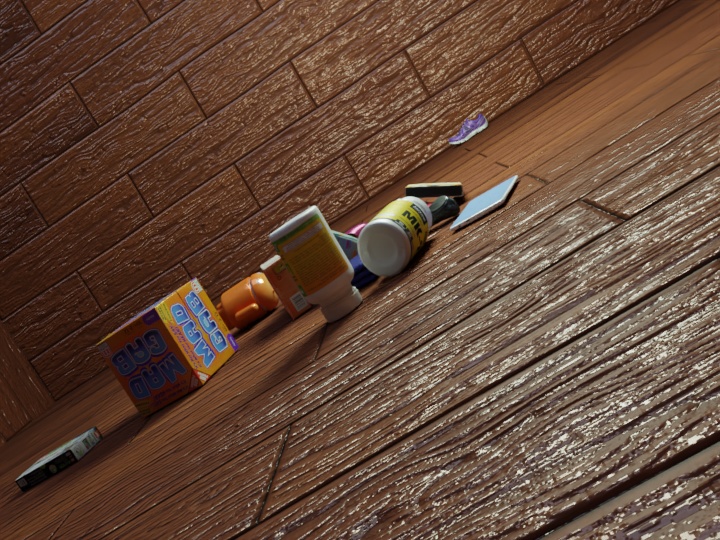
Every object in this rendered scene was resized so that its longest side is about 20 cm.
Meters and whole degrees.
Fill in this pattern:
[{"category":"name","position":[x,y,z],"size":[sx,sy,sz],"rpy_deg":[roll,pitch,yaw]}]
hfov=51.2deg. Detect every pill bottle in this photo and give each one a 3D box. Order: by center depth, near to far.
[{"category":"pill bottle","position":[-0.080,-0.008,1.432],"size":[0.109,0.203,0.111],"rpy_deg":[-30,8,5]},{"category":"pill bottle","position":[0.077,-0.077,1.539],"size":[0.113,0.116,0.200],"rpy_deg":[-27,10,29]}]

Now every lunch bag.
[{"category":"lunch bag","position":[-0.093,-0.063,1.800],"size":[0.157,0.079,0.198],"rpy_deg":[18,2,32]}]

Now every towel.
[{"category":"towel","position":[0.000,0.000,1.652],"size":[0.147,0.050,0.200],"rpy_deg":[-37,6,24]}]

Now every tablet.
[{"category":"tablet","position":[0.261,-0.141,1.569],"size":[0.128,0.014,0.200],"rpy_deg":[-29,8,28]}]

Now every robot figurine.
[{"category":"robot figurine","position":[-0.308,0.083,2.080],"size":[0.197,0.119,0.144],"rpy_deg":[-31,-16,9]}]

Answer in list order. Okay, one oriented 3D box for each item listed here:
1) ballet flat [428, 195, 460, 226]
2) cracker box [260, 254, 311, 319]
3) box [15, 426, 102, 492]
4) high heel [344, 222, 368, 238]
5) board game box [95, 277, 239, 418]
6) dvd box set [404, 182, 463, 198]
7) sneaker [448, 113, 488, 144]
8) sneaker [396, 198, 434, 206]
[{"category":"ballet flat","position":[0.143,-0.101,1.725],"size":[0.198,0.056,0.068],"rpy_deg":[-33,33,36]},{"category":"cracker box","position":[-0.182,0.036,1.802],"size":[0.057,0.136,0.200],"rpy_deg":[-33,8,-7]},{"category":"box","position":[-0.723,0.452,1.804],"size":[0.197,0.035,0.110],"rpy_deg":[-30,8,21]},{"category":"high heel","position":[-0.042,-0.057,2.046],"size":[0.201,0.067,0.096],"rpy_deg":[-49,0,-6]},{"category":"board game box","position":[-0.444,0.177,1.751],"size":[0.197,0.203,0.200],"rpy_deg":[-29,8,23]},{"category":"dvd box set","position":[0.187,-0.203,1.899],"size":[0.142,0.030,0.200],"rpy_deg":[-1,8,7]},{"category":"sneaker","position":[0.482,-0.641,3.418],"size":[0.197,0.085,0.081],"rpy_deg":[-33,7,8]},{"category":"sneaker","position":[0.124,-0.141,1.836],"size":[0.198,0.088,0.074],"rpy_deg":[-26,11,40]}]
